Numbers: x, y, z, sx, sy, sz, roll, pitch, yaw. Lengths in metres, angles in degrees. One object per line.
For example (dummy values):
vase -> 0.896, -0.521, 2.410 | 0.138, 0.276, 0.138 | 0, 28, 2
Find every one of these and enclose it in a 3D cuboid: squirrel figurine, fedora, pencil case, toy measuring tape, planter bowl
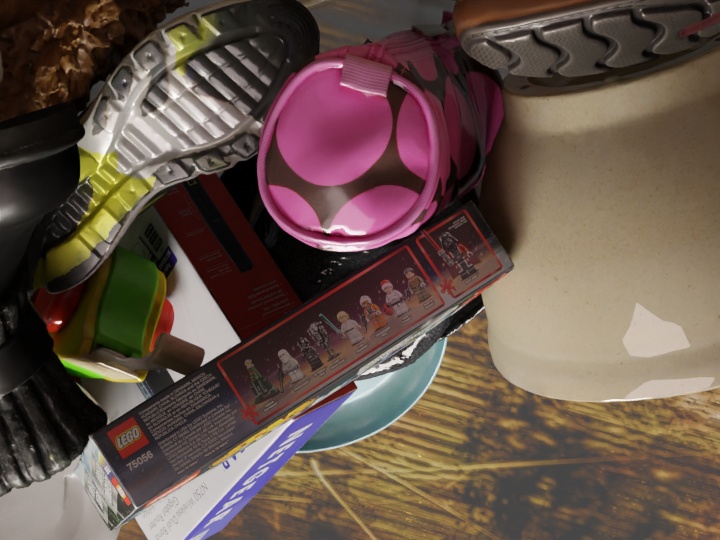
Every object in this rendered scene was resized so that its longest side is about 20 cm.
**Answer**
squirrel figurine -> -0.160, -0.140, 0.722 | 0.141, 0.187, 0.200 | 2, 142, 22
fedora -> 0.000, 0.000, 0.881 | 0.200, 0.092, 0.201 | 3, 129, 4
pencil case -> 0.016, -0.070, 0.725 | 0.091, 0.200, 0.094 | 26, 107, 5
toy measuring tape -> -0.117, 0.019, 0.786 | 0.074, 0.074, 0.200 | 34, 163, -21
planter bowl -> 0.141, -0.045, 0.740 | 0.200, 0.200, 0.135 | -6, 111, 31

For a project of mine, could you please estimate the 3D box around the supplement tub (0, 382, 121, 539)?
supplement tub -> -0.221, 0.121, 0.894 | 0.145, 0.145, 0.200 | 29, 167, -16

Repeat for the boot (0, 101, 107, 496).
boot -> -0.164, 0.020, 0.711 | 0.211, 0.079, 0.158 | -20, 97, 50

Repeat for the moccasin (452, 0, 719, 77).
moccasin -> 0.132, -0.140, 0.647 | 0.201, 0.078, 0.074 | -23, 162, 14

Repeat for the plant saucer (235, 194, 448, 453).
plant saucer -> -0.044, 0.029, 0.985 | 0.200, 0.027, 0.200 | 0, 123, 0

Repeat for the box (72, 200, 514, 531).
box -> -0.035, 0.048, 0.724 | 0.040, 0.200, 0.137 | 57, 162, 5

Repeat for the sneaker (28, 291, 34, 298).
sneaker -> -0.145, 0.004, 1.020 | 0.200, 0.067, 0.091 | 15, 148, 9

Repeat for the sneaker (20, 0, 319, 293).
sneaker -> -0.103, -0.073, 0.767 | 0.200, 0.085, 0.074 | -35, 108, 17

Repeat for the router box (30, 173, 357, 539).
router box -> -0.108, 0.046, 0.897 | 0.180, 0.049, 0.200 | 56, 140, 14
